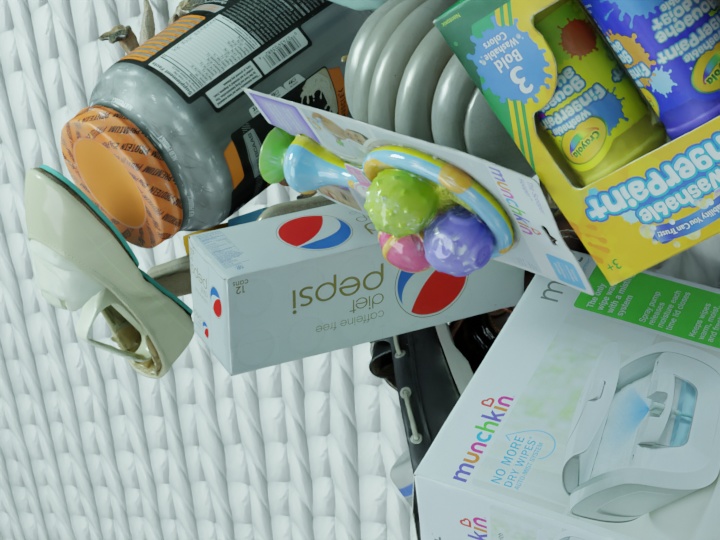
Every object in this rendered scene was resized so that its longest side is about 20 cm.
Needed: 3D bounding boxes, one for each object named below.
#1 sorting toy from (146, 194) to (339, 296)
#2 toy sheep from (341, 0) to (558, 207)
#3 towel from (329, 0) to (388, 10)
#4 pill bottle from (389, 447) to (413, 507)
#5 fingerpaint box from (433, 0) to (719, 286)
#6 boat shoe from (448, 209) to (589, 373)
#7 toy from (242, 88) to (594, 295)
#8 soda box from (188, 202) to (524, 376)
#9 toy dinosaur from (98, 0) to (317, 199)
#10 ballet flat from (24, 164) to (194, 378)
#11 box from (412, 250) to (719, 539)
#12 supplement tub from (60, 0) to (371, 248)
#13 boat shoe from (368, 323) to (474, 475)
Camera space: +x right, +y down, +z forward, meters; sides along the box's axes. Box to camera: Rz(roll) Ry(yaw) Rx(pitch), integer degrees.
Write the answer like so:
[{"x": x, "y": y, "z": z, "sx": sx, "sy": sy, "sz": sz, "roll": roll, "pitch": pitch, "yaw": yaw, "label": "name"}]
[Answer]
[{"x": -0.030, "y": -0.031, "z": 1.293, "sx": 0.200, "sy": 0.185, "sz": 0.037, "roll": -24, "pitch": 80, "yaw": 60, "label": "sorting toy"}, {"x": 0.061, "y": -0.097, "z": 1.122, "sx": 0.200, "sy": 0.138, "sz": 0.138, "roll": 24, "pitch": 142, "yaw": 48, "label": "toy sheep"}, {"x": -0.057, "y": -0.259, "z": 1.191, "sx": 0.200, "sy": 0.048, "sz": 0.172, "roll": 27, "pitch": 144, "yaw": 38, "label": "towel"}, {"x": 0.123, "y": 0.188, "z": 1.385, "sx": 0.200, "sy": 0.114, "sz": 0.114, "roll": 52, "pitch": 152, "yaw": -1, "label": "pill bottle"}, {"x": 0.162, "y": -0.109, "z": 0.946, "sx": 0.200, "sy": 0.073, "sz": 0.167, "roll": -28, "pitch": 100, "yaw": 40, "label": "fingerpaint box"}, {"x": 0.111, "y": 0.022, "z": 1.253, "sx": 0.070, "sy": 0.070, "sz": 0.200, "roll": 49, "pitch": 151, "yaw": 6, "label": "boat shoe"}, {"x": 0.023, "y": -0.032, "z": 1.077, "sx": 0.200, "sy": 0.047, "sz": 0.115, "roll": 24, "pitch": 162, "yaw": 34, "label": "toy"}, {"x": 0.000, "y": 0.000, "z": 1.172, "sx": 0.064, "sy": 0.199, "sz": 0.068, "roll": -136, "pitch": 39, "yaw": -53, "label": "soda box"}, {"x": -0.114, "y": -0.119, "z": 1.413, "sx": 0.200, "sy": 0.086, "sz": 0.136, "roll": 36, "pitch": 156, "yaw": 38, "label": "toy dinosaur"}, {"x": -0.166, "y": 0.010, "z": 1.234, "sx": 0.069, "sy": 0.070, "sz": 0.200, "roll": 29, "pitch": 166, "yaw": 36, "label": "ballet flat"}, {"x": 0.151, "y": 0.101, "z": 1.104, "sx": 0.176, "sy": 0.200, "sz": 0.097, "roll": 17, "pitch": 138, "yaw": 22, "label": "box"}, {"x": -0.088, "y": -0.108, "z": 1.253, "sx": 0.122, "sy": 0.200, "sz": 0.123, "roll": 37, "pitch": 150, "yaw": 26, "label": "supplement tub"}, {"x": 0.035, "y": 0.055, "z": 1.251, "sx": 0.074, "sy": 0.060, "sz": 0.200, "roll": 70, "pitch": 179, "yaw": -48, "label": "boat shoe"}]
